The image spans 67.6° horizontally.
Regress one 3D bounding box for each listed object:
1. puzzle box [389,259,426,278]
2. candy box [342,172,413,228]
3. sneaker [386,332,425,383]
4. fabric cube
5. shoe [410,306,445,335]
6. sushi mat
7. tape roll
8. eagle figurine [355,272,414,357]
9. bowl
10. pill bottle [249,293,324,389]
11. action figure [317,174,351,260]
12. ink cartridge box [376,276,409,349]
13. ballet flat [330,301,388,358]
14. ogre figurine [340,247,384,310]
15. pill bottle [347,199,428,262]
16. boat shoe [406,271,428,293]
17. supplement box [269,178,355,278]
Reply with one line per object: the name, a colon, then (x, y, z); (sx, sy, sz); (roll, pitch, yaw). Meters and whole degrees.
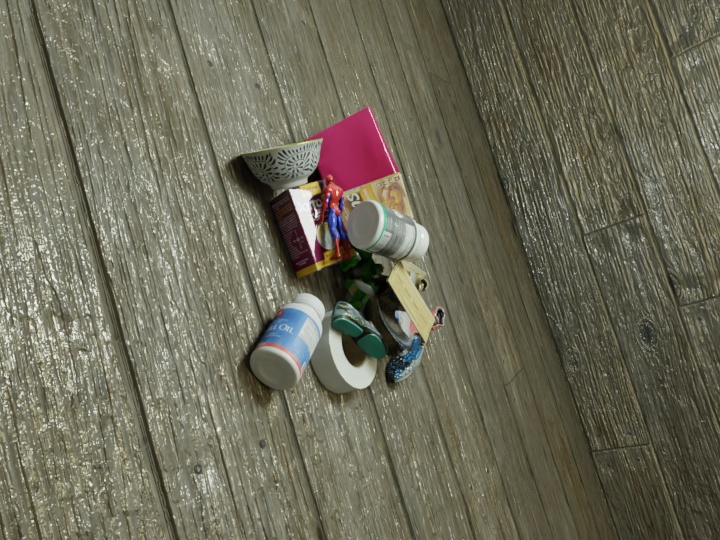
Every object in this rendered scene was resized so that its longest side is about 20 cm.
puzzle box: (0.093, -0.040, 1.486); (0.132, 0.026, 0.199); (39, 5, 32)
candy box: (0.025, -0.160, 1.368); (0.055, 0.196, 0.118); (-95, 166, -77)
sneaker: (0.140, 0.275, 1.575); (0.200, 0.074, 0.088); (-42, 140, -46)
fabric cube: (-0.013, -0.303, 1.477); (0.203, 0.193, 0.200); (63, 9, -7)
shoe: (0.202, 0.169, 1.705); (0.199, 0.090, 0.073); (-34, 101, -58)
sushi mat: (0.129, 0.076, 1.353); (0.202, 0.012, 0.096); (58, 38, -18)
tape roll: (-0.040, 0.194, 1.325); (0.201, 0.070, 0.207); (34, 46, -44)
eagle figurine: (0.069, 0.111, 1.368); (0.151, 0.148, 0.205); (25, 65, -58)
bowl: (-0.175, -0.245, 1.262); (0.200, 0.197, 0.096); (-35, 118, -58)
pill bottle: (-0.146, 0.143, 1.146); (0.113, 0.111, 0.201); (55, 33, -22)
action figure: (-0.062, -0.127, 1.260); (0.064, 0.051, 0.205); (2, 78, -42)
ink cartridge box: (0.093, 0.135, 1.532); (0.137, 0.074, 0.204); (62, 24, -51)
ballet flat: (0.003, 0.138, 1.296); (0.200, 0.073, 0.075); (46, 38, -38)
ogre figurine: (0.000, 0.000, 1.473); (0.119, 0.097, 0.204); (-20, 87, -55)
pill bottle: (0.070, -0.087, 1.283); (0.198, 0.112, 0.116); (17, 59, -46)
boat shoe: (0.152, 0.048, 1.491); (0.200, 0.074, 0.074); (47, 34, -76)
supplement box: (-0.116, -0.102, 1.309); (0.129, 0.102, 0.204); (-23, 92, -38)
